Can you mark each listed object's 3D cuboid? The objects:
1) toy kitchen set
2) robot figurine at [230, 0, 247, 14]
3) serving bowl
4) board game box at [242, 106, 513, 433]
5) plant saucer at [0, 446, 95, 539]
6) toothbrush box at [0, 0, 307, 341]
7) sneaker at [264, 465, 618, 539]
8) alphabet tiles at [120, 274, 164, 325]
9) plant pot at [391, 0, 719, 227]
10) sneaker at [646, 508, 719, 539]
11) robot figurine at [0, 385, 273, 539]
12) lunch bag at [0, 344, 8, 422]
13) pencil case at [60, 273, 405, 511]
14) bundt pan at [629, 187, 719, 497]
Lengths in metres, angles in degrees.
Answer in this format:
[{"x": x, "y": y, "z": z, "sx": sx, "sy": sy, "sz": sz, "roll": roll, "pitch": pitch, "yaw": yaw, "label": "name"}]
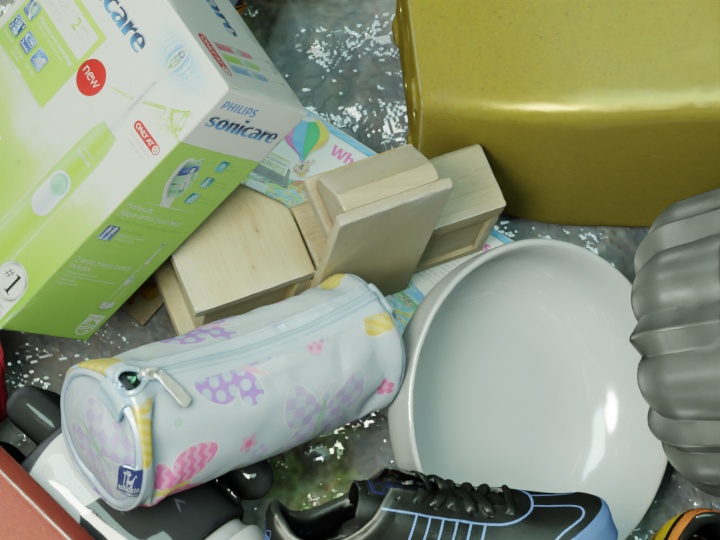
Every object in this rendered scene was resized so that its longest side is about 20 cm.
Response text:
[{"x": -0.034, "y": -0.082, "z": 1.556, "sx": 0.199, "sy": 0.163, "sz": 0.181, "roll": -19, "pitch": 74, "yaw": -16, "label": "toy kitchen set"}, {"x": -0.115, "y": -0.206, "z": 1.643, "sx": 0.145, "sy": 0.200, "sz": 0.058, "roll": 37, "pitch": 107, "yaw": 1, "label": "robot figurine"}, {"x": 0.092, "y": 0.082, "z": 1.582, "sx": 0.200, "sy": 0.066, "sz": 0.201, "roll": 1, "pitch": 88, "yaw": -34, "label": "serving bowl"}, {"x": 0.000, "y": 0.000, "z": 1.639, "sx": 0.200, "sy": 0.034, "sz": 0.135, "roll": 33, "pitch": 69, "yaw": 3, "label": "board game box"}, {"x": -0.213, "y": 0.180, "z": 1.479, "sx": 0.200, "sy": 0.200, "sz": 0.037, "roll": 44, "pitch": 39, "yaw": 11, "label": "plant saucer"}, {"x": -0.152, "y": -0.080, "z": 1.497, "sx": 0.200, "sy": 0.086, "sz": 0.146, "roll": -43, "pitch": 64, "yaw": 19, "label": "toothbrush box"}, {"x": 0.043, "y": 0.145, "z": 1.475, "sx": 0.199, "sy": 0.070, "sz": 0.078, "roll": -14, "pitch": 111, "yaw": -4, "label": "sneaker"}, {"x": -0.135, "y": -0.064, "z": 1.666, "sx": 0.200, "sy": 0.006, "sz": 0.166, "roll": 38, "pitch": 69, "yaw": 8, "label": "alphabet tiles"}, {"x": 0.124, "y": -0.139, "z": 1.635, "sx": 0.199, "sy": 0.196, "sz": 0.195, "roll": -6, "pitch": 70, "yaw": -4, "label": "plant pot"}, {"x": 0.202, "y": 0.237, "z": 1.547, "sx": 0.070, "sy": 0.090, "sz": 0.201, "roll": -1, "pitch": 69, "yaw": -8, "label": "sneaker"}, {"x": -0.138, "y": 0.155, "z": 1.520, "sx": 0.200, "sy": 0.150, "sz": 0.125, "roll": 42, "pitch": 39, "yaw": 10, "label": "robot figurine"}, {"x": -0.280, "y": 0.003, "z": 1.528, "sx": 0.082, "sy": 0.176, "sz": 0.200, "roll": -30, "pitch": 75, "yaw": -14, "label": "lunch bag"}, {"x": -0.071, "y": 0.064, "z": 1.472, "sx": 0.200, "sy": 0.091, "sz": 0.083, "roll": -18, "pitch": 43, "yaw": -36, "label": "pencil case"}, {"x": 0.218, "y": 0.044, "z": 1.584, "sx": 0.076, "sy": 0.202, "sz": 0.203, "roll": -8, "pitch": 66, "yaw": 26, "label": "bundt pan"}]
